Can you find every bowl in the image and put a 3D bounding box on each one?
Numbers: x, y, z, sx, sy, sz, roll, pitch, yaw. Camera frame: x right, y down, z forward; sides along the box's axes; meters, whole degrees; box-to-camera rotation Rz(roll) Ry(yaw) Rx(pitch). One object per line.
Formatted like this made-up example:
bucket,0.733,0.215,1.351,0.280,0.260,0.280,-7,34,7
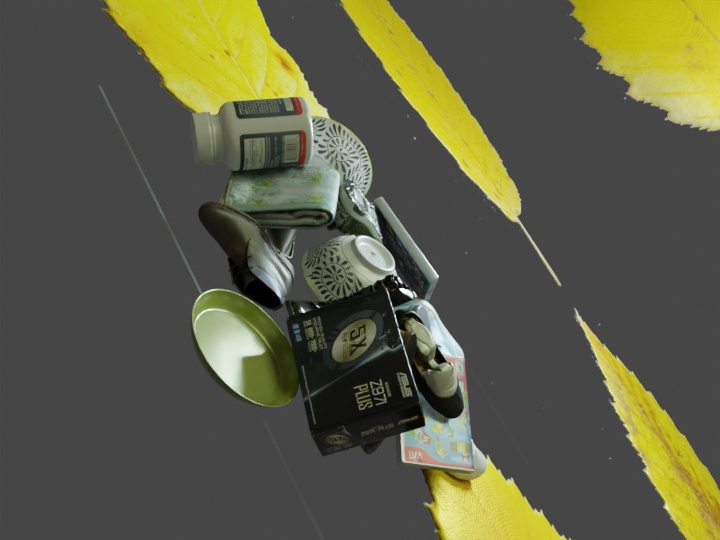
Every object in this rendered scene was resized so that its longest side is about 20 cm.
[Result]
bowl,0.000,0.000,1.608,0.200,0.094,0.201,29,29,-18
bowl,-0.086,-0.178,1.670,0.201,0.200,0.094,44,42,-12

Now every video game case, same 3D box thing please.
video game case,0.119,0.228,1.467,0.142,0.017,0.202,13,59,-27
video game case,0.078,-0.024,1.759,0.201,0.023,0.182,56,-18,17

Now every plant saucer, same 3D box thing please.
plant saucer,-0.171,0.117,1.281,0.200,0.031,0.201,38,28,-25

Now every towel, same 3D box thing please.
towel,-0.138,-0.132,1.532,0.198,0.048,0.172,2,34,1

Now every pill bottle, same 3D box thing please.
pill bottle,-0.190,-0.235,1.542,0.198,0.120,0.120,-6,50,-15

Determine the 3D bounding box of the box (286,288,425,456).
box,-0.008,0.149,1.317,0.086,0.162,0.201,74,1,-56

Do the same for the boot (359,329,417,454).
boot,0.026,0.187,1.405,0.075,0.202,0.074,14,-11,21

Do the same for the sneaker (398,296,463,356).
sneaker,0.120,0.136,1.689,0.200,0.079,0.131,46,24,-8

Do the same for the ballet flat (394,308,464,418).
ballet flat,0.110,0.151,1.446,0.068,0.068,0.201,-31,83,-24

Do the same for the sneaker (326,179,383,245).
sneaker,-0.019,-0.096,1.667,0.200,0.088,0.077,51,25,-52

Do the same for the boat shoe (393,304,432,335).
boat shoe,0.098,0.157,1.600,0.073,0.065,0.202,-28,113,-59

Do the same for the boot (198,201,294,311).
boot,-0.181,-0.023,1.406,0.200,0.075,0.097,42,23,-22

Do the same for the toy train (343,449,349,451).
toy train,-0.037,0.185,1.382,0.042,0.056,0.201,24,35,-43

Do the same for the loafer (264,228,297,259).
loafer,-0.143,-0.083,1.557,0.075,0.070,0.201,35,29,-30

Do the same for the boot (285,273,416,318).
boot,-0.013,0.050,1.443,0.200,0.173,0.070,20,46,-62

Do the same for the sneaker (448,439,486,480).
sneaker,0.164,0.292,1.534,0.199,0.088,0.076,35,28,-28
